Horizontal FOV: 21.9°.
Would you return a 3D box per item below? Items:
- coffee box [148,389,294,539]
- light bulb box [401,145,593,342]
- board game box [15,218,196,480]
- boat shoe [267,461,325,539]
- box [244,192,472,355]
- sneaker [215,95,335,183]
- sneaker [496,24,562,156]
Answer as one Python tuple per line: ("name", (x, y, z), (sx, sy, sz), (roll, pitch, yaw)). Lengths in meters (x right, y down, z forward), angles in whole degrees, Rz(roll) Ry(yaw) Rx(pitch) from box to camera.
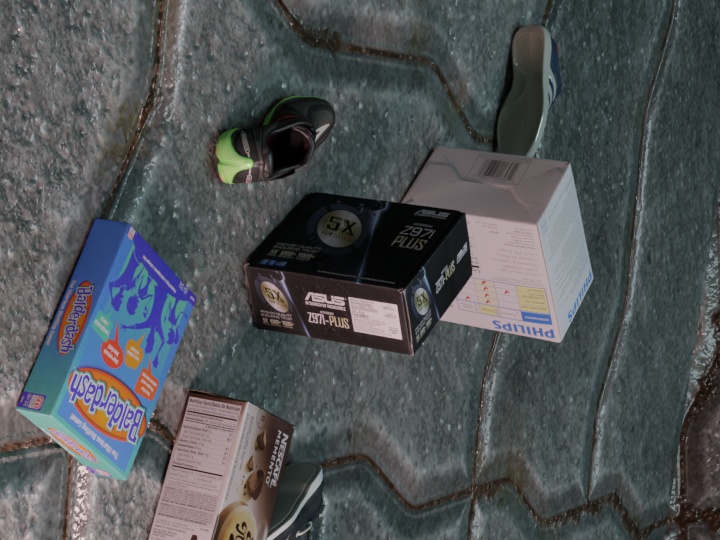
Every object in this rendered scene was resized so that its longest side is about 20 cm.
("coffee box", (-0.148, 0.239, 1.940), (0.113, 0.079, 0.202), (37, 65, -58))
("light bulb box", (0.177, -0.035, 2.376), (0.125, 0.196, 0.201), (-56, 144, -37))
("board game box", (-0.237, 0.076, 1.764), (0.152, 0.045, 0.202), (52, 52, -54))
("boat shoe", (-0.091, 0.285, 2.070), (0.200, 0.075, 0.061), (-39, 125, -52))
("box", (0.000, 0.000, 2.036), (0.164, 0.198, 0.087), (-49, 139, -46))
("sneaker", (-0.076, -0.133, 1.982), (0.200, 0.083, 0.078), (-38, 130, -54))
("sneaker", (0.245, -0.236, 2.590), (0.084, 0.074, 0.202), (26, 73, -57))
